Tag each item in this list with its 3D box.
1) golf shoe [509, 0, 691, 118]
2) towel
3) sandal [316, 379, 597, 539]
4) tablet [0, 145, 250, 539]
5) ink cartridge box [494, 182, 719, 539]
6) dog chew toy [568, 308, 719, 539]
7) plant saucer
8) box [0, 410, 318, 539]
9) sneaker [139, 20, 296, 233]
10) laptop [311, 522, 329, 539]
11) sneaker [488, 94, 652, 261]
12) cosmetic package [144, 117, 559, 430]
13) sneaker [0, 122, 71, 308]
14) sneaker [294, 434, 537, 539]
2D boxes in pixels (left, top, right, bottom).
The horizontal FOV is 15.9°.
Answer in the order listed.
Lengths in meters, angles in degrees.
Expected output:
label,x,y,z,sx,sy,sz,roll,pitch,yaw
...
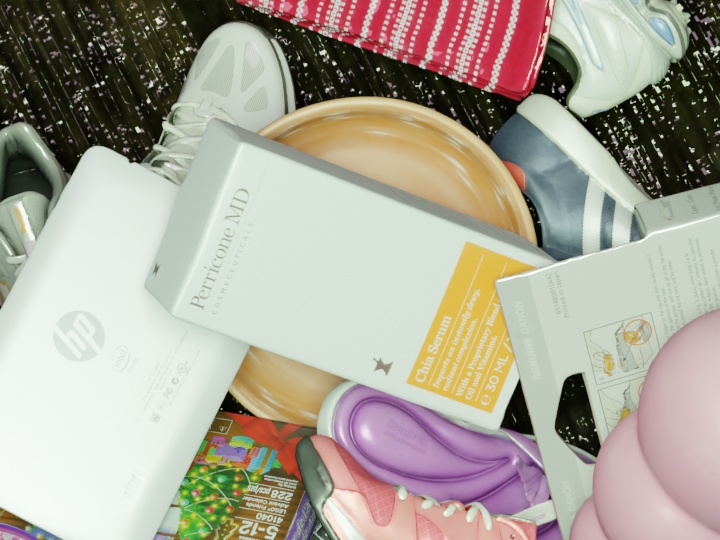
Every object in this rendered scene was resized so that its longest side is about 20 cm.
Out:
label,x,y,z,sx,sy,sz,roll,pitch,yaw
golf shoe,0.101,-0.179,1.512,0.097,0.078,0.200,-40,78,2
towel,0.029,-0.194,1.502,0.200,0.022,0.145,20,103,19
sandal,0.071,0.118,1.431,0.202,0.050,0.083,20,73,-16
tablet,-0.134,0.046,1.393,0.130,0.014,0.200,28,75,-8
ink cartridge box,0.177,0.057,1.415,0.176,0.045,0.200,-15,117,2
dog chew toy,0.179,0.110,1.354,0.125,0.124,0.200,45,127,11
plant saucer,0.000,0.000,1.457,0.200,0.037,0.201,-1,101,-6
box,-0.126,0.135,1.434,0.200,0.039,0.137,8,50,18
sneaker,-0.096,-0.058,1.474,0.075,0.115,0.201,7,79,23
laptop,0.001,0.212,1.418,0.187,0.116,0.200,38,89,10
sneaker,0.145,-0.007,1.479,0.200,0.075,0.085,44,94,16
cosmetic package,-0.002,0.003,1.383,0.200,0.071,0.102,20,97,-21
sneaker,-0.181,0.006,1.461,0.076,0.092,0.200,-21,59,-3
sneaker,0.049,0.150,1.389,0.087,0.074,0.200,-43,95,-1
